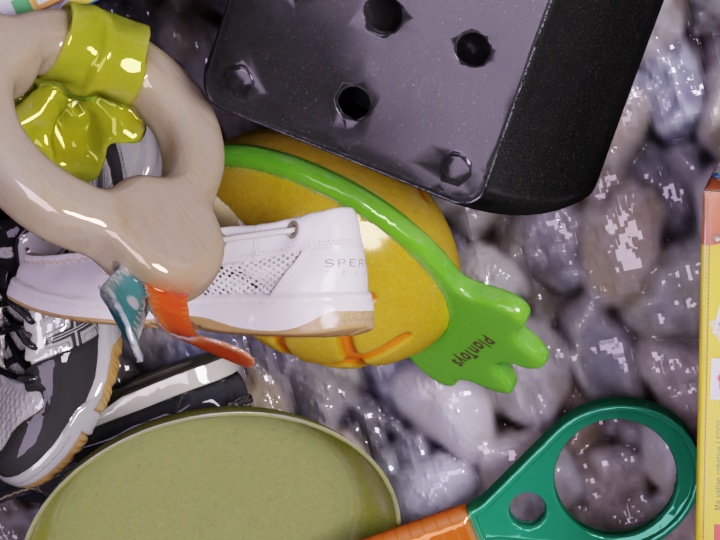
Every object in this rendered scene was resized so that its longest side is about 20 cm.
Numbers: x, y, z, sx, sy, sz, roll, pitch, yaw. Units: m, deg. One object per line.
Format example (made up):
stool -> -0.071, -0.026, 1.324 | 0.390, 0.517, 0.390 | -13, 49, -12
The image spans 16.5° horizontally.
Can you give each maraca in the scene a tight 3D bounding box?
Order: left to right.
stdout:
maraca -> 0.000, 0.000, 1.227 | 0.200, 0.137, 0.107 | 31, 67, -6

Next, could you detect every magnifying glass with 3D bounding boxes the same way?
magnifying glass -> 0.078, 0.123, 1.271 | 0.199, 0.022, 0.080 | -21, 104, 7

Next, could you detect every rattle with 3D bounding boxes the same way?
rattle -> -0.126, -0.008, 1.098 | 0.143, 0.130, 0.201 | -39, 67, 29

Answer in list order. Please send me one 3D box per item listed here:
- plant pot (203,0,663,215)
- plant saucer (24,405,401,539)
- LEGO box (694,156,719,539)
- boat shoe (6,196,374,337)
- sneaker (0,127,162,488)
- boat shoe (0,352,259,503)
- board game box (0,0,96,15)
plant pot -> 0.033, -0.132, 1.143 | 0.199, 0.177, 0.200 | 22, 111, 7
plant saucer -> -0.079, 0.139, 1.288 | 0.199, 0.031, 0.201 | -8, 129, -9
LEGO box -> 0.203, 0.043, 1.162 | 0.077, 0.149, 0.201 | 3, 106, 14
boat shoe -> -0.079, -0.007, 1.156 | 0.199, 0.071, 0.070 | 2, 92, 32
sneaker -> -0.163, 0.007, 1.253 | 0.075, 0.087, 0.201 | 10, 81, 47
boat shoe -> -0.145, 0.104, 1.318 | 0.199, 0.072, 0.068 | -20, 99, 17
board game box -> -0.158, -0.135, 1.185 | 0.199, 0.134, 0.034 | -25, 100, 0
